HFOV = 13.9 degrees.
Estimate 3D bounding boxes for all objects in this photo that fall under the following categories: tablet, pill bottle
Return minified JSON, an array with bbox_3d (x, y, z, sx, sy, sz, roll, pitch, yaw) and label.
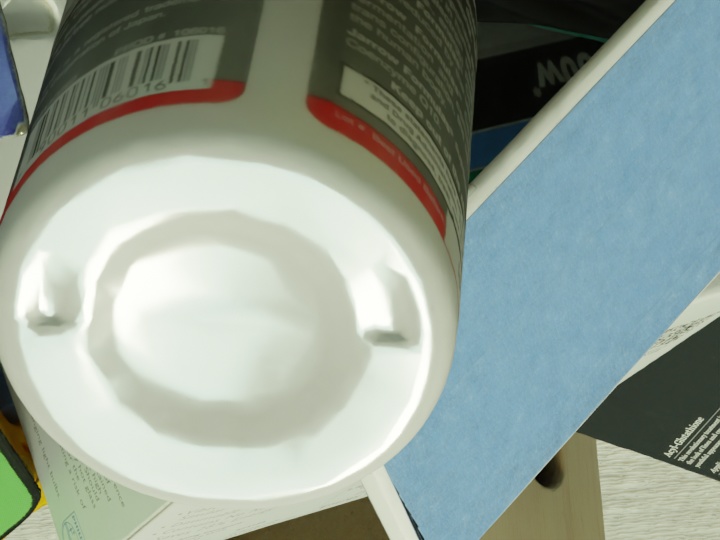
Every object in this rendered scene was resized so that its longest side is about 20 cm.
[{"bbox_3d":[0.067,-0.010,0.864,0.014,0.200,0.130,32,159,33],"label":"tablet"},{"bbox_3d":[-0.026,-0.042,0.772,0.113,0.200,0.114,2,125,4],"label":"pill bottle"}]

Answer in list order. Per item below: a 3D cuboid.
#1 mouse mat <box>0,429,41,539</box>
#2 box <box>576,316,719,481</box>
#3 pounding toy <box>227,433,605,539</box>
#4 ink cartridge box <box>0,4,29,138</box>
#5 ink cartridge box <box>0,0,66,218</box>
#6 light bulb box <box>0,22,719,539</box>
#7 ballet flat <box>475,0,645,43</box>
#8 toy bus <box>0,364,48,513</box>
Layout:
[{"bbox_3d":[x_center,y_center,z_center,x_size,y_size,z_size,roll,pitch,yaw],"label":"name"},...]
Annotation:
[{"bbox_3d":[-0.178,0.100,0.944,0.161,0.008,0.200,-38,165,-9],"label":"mouse mat"},{"bbox_3d":[0.164,-0.001,1.066,0.140,0.079,0.200,18,144,-12],"label":"box"},{"bbox_3d":[0.013,0.103,1.239,0.184,0.201,0.142,-21,154,39],"label":"pounding toy"},{"bbox_3d":[-0.194,-0.103,0.707,0.195,0.043,0.201,-7,116,7],"label":"ink cartridge box"},{"bbox_3d":[-0.186,-0.047,0.867,0.199,0.085,0.144,-4,-174,17],"label":"ink cartridge box"},{"bbox_3d":[0.000,0.000,0.996,0.197,0.125,0.200,-15,166,-29],"label":"light bulb box"},{"bbox_3d":[0.029,-0.106,0.888,0.199,0.074,0.073,4,159,-3],"label":"ballet flat"},{"bbox_3d":[-0.190,0.029,1.090,0.192,0.200,0.136,-35,174,-1],"label":"toy bus"}]
